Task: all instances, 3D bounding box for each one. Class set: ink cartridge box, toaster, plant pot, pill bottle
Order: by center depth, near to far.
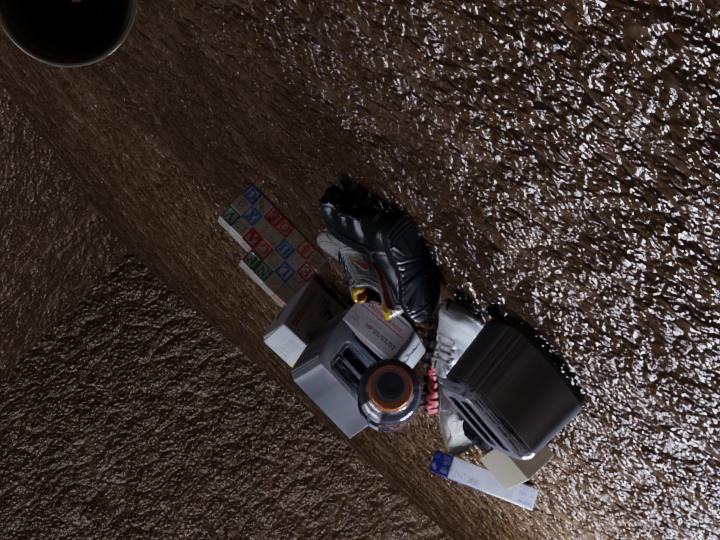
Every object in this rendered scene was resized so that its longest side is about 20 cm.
[{"bbox_3d":[0.200,0.160,1.382,0.201,0.129,0.113,49,164,-19],"label":"toaster"},{"bbox_3d":[-0.417,-0.401,1.474,0.200,0.200,0.174,48,-177,-16],"label":"plant pot"},{"bbox_3d":[0.046,0.205,1.681,0.106,0.106,0.200,41,170,10],"label":"pill bottle"},{"bbox_3d":[0.040,0.106,1.752,0.115,0.068,0.200,39,173,19],"label":"ink cartridge box"},{"bbox_3d":[-0.018,0.176,1.902,0.200,0.181,0.118,47,139,-8],"label":"toaster"},{"bbox_3d":[0.242,0.413,2.008,0.198,0.045,0.094,24,171,-16],"label":"ink cartridge box"},{"bbox_3d":[-0.075,0.142,2.018,0.200,0.146,0.083,43,134,-11],"label":"ink cartridge box"}]

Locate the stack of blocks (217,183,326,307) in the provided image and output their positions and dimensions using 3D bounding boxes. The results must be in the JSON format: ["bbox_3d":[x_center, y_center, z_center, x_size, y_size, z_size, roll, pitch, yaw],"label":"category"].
[{"bbox_3d":[-0.174,-0.045,1.887,0.200,0.115,0.059,46,166,-5],"label":"stack of blocks"}]

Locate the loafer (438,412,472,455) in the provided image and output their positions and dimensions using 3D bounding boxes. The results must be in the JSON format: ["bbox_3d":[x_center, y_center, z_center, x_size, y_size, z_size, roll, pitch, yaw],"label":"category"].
[{"bbox_3d":[0.181,0.287,1.950,0.063,0.071,0.201,54,168,31],"label":"loafer"}]

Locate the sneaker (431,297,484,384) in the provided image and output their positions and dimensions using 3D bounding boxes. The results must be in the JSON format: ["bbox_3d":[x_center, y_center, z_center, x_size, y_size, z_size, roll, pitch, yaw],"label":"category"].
[{"bbox_3d":[0.143,0.115,1.504,0.074,0.087,0.201,37,163,32],"label":"sneaker"}]

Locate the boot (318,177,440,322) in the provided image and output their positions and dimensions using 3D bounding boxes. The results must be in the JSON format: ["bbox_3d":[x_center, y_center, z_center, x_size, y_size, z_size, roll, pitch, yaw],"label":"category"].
[{"bbox_3d":[0.024,-0.031,1.456,0.161,0.073,0.200,27,151,44],"label":"boot"}]

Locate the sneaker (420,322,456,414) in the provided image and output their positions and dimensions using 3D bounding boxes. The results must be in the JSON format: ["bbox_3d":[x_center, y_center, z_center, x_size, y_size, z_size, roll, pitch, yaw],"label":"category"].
[{"bbox_3d":[0.149,0.161,1.653,0.096,0.071,0.203,6,134,7],"label":"sneaker"}]

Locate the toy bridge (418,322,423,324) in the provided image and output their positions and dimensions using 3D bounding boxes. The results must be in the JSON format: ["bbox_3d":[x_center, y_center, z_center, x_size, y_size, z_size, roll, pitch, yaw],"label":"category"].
[{"bbox_3d":[0.036,0.025,1.672,0.199,0.027,0.067,37,165,29],"label":"toy bridge"}]

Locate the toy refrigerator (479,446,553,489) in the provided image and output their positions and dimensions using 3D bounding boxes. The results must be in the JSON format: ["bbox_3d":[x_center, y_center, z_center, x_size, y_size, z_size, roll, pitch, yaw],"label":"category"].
[{"bbox_3d":[0.272,0.323,1.777,0.076,0.070,0.200,48,166,11],"label":"toy refrigerator"}]

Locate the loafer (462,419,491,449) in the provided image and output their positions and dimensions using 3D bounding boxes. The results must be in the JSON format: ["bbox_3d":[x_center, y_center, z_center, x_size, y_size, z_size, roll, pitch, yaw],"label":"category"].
[{"bbox_3d":[0.213,0.275,1.794,0.070,0.069,0.201,30,167,7],"label":"loafer"}]

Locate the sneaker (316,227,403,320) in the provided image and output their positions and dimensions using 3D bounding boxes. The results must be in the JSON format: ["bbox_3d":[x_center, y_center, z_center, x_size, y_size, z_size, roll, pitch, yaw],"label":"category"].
[{"bbox_3d":[0.000,0.000,1.590,0.199,0.082,0.078,37,165,29],"label":"sneaker"}]
